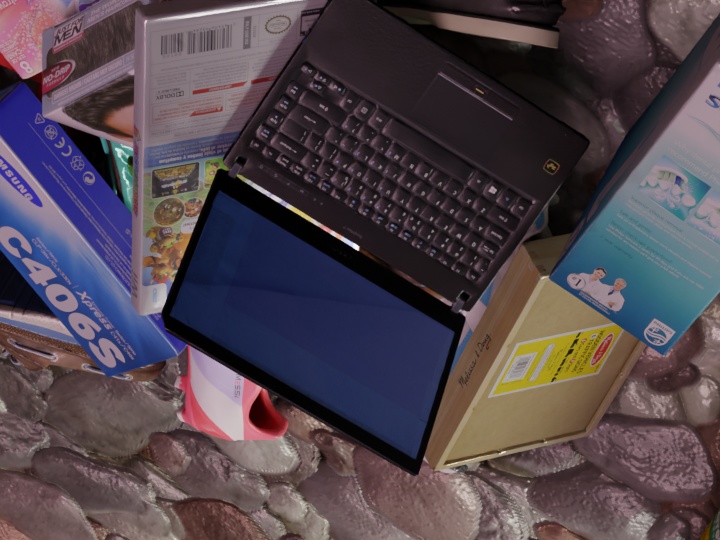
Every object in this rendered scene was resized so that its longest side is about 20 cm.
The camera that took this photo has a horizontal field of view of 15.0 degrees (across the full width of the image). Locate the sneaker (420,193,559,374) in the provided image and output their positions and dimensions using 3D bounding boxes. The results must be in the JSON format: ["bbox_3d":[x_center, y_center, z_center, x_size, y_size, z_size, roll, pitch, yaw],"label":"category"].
[{"bbox_3d":[0.085,0.023,1.720,0.081,0.077,0.200,13,134,19],"label":"sneaker"}]

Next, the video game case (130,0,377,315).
[{"bbox_3d":[-0.063,-0.072,1.581,0.018,0.143,0.201,-128,34,-48],"label":"video game case"}]

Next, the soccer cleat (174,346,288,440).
[{"bbox_3d":[-0.088,0.038,1.841,0.076,0.067,0.200,12,134,13],"label":"soccer cleat"}]

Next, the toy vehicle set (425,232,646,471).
[{"bbox_3d":[0.122,0.046,1.691,0.027,0.124,0.200,61,145,29],"label":"toy vehicle set"}]

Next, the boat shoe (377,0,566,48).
[{"bbox_3d":[0.032,-0.172,1.596,0.201,0.074,0.063,11,96,35],"label":"boat shoe"}]

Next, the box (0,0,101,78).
[{"bbox_3d":[-0.147,-0.208,1.634,0.200,0.103,0.095,-23,113,40],"label":"box"}]

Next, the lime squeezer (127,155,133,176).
[{"bbox_3d":[-0.036,-0.057,1.659,0.199,0.038,0.071,-6,126,7],"label":"lime squeezer"}]

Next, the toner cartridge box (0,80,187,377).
[{"bbox_3d":[-0.191,-0.024,1.771,0.200,0.043,0.095,51,145,-14],"label":"toner cartridge box"}]

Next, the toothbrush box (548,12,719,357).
[{"bbox_3d":[0.204,-0.073,1.520,0.085,0.147,0.200,33,135,0],"label":"toothbrush box"}]

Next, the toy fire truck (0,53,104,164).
[{"bbox_3d":[-0.240,-0.105,1.812,0.141,0.049,0.200,23,134,12],"label":"toy fire truck"}]

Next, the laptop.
[{"bbox_3d":[0.011,-0.023,1.536,0.177,0.103,0.200,31,105,-16],"label":"laptop"}]

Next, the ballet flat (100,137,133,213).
[{"bbox_3d":[-0.137,-0.082,1.757,0.070,0.068,0.200,-6,147,-2],"label":"ballet flat"}]

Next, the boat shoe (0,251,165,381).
[{"bbox_3d":[-0.228,0.034,1.909,0.199,0.072,0.073,19,135,14],"label":"boat shoe"}]

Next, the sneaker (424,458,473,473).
[{"bbox_3d":[0.008,0.054,1.806,0.200,0.075,0.087,51,146,-9],"label":"sneaker"}]

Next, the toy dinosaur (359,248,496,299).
[{"bbox_3d":[0.000,0.000,1.689,0.200,0.060,0.107,42,139,42],"label":"toy dinosaur"}]

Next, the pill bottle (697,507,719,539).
[{"bbox_3d":[0.269,0.191,1.733,0.113,0.113,0.200,29,136,4],"label":"pill bottle"}]

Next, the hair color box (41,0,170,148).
[{"bbox_3d":[-0.084,-0.106,1.640,0.099,0.061,0.200,-23,150,40],"label":"hair color box"}]
